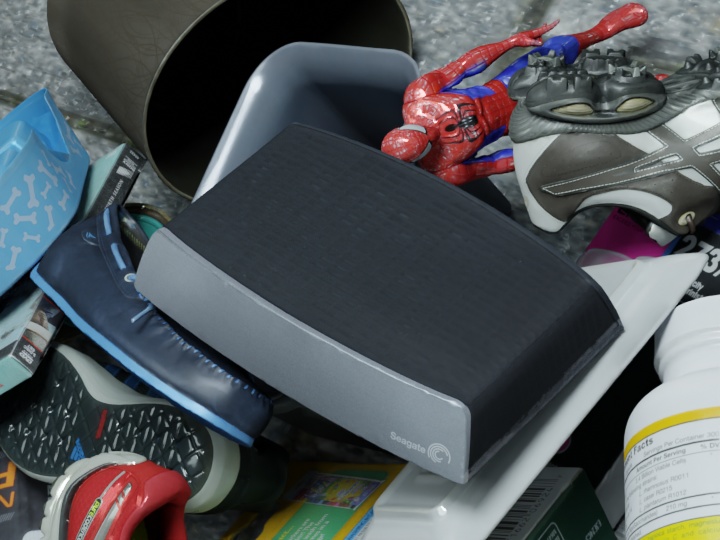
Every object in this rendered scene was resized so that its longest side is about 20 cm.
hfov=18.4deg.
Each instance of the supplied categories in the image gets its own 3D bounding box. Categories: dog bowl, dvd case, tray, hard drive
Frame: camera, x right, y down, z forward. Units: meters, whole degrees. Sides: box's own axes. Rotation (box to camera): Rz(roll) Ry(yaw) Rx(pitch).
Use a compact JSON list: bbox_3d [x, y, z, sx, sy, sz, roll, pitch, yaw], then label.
[{"bbox_3d":[-0.203,-0.036,1.244,0.111,0.050,0.200,-41,15,10],"label":"dog bowl"},{"bbox_3d":[-0.205,0.019,1.259,0.146,0.022,0.200,-29,26,33],"label":"dvd case"},{"bbox_3d":[0.075,0.061,1.045,0.200,0.022,0.107,-49,14,-20],"label":"tray"},{"bbox_3d":[0.006,0.006,1.021,0.200,0.042,0.135,29,53,29],"label":"hard drive"}]

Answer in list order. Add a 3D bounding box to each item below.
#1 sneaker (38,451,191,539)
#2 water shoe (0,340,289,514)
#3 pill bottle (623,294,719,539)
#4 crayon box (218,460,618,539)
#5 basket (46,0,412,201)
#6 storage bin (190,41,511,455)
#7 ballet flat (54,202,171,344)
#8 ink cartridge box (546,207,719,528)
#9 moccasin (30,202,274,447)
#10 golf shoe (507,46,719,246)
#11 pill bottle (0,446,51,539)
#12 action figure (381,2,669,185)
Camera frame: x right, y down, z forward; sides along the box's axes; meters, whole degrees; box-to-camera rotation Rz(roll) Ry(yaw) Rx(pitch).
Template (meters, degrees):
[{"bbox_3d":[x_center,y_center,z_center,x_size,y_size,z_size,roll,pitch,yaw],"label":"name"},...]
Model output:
[{"bbox_3d":[-0.109,0.188,1.069,0.085,0.077,0.200,-1,94,39],"label":"sneaker"},{"bbox_3d":[-0.121,0.092,1.181,0.200,0.079,0.072,20,90,46],"label":"water shoe"},{"bbox_3d":[0.171,0.115,0.993,0.104,0.104,0.200,-16,55,31],"label":"pill bottle"},{"bbox_3d":[0.011,0.152,1.089,0.200,0.052,0.126,-2,34,44],"label":"crayon box"},{"bbox_3d":[-0.096,-0.138,1.338,0.180,0.136,0.200,-27,33,-21],"label":"basket"},{"bbox_3d":[0.000,0.000,1.176,0.145,0.134,0.200,10,72,42],"label":"storage bin"},{"bbox_3d":[-0.195,0.018,1.377,0.200,0.071,0.071,-38,47,11],"label":"ballet flat"},{"bbox_3d":[0.144,0.024,1.119,0.095,0.037,0.200,32,85,46],"label":"ink cartridge box"},{"bbox_3d":[-0.101,0.016,1.098,0.068,0.080,0.200,-50,45,-3],"label":"moccasin"},{"bbox_3d":[0.171,-0.061,1.096,0.078,0.200,0.095,-105,15,-74],"label":"golf shoe"},{"bbox_3d":[-0.180,0.151,1.248,0.106,0.106,0.200,-27,50,23],"label":"pill bottle"},{"bbox_3d":[0.083,-0.088,1.128,0.052,0.200,0.066,-9,102,50],"label":"action figure"}]
